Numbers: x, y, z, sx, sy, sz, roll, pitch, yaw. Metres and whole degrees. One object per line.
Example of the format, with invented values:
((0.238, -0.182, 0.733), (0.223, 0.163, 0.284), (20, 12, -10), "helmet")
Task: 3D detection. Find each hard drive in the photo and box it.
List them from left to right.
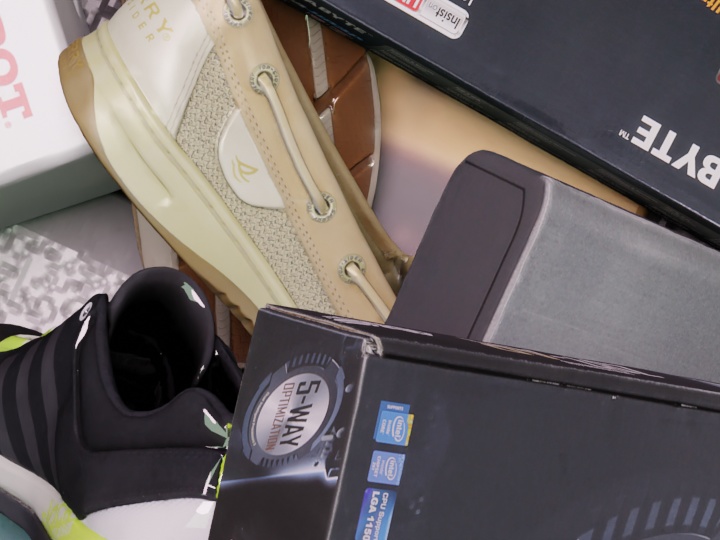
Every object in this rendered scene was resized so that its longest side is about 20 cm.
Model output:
((0.064, 0.057, 0.785), (0.033, 0.200, 0.140), (26, 94, 36), "hard drive")

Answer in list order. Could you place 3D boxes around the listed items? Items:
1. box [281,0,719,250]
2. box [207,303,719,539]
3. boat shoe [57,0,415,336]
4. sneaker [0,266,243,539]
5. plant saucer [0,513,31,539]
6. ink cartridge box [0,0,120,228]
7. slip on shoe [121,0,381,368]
((0.082, -0.110, 0.841), (0.199, 0.046, 0.160), (29, 87, -16), "box")
((0.029, 0.118, 0.685), (0.160, 0.043, 0.201), (12, 92, -39), "box")
((-0.001, -0.002, 0.821), (0.063, 0.073, 0.201), (-37, 110, 9), "boat shoe")
((-0.058, 0.037, 0.795), (0.071, 0.200, 0.083), (11, 102, -27), "sneaker")
((-0.044, 0.109, 0.785), (0.199, 0.200, 0.028), (23, 100, 3), "plant saucer")
((-0.183, -0.066, 0.855), (0.199, 0.083, 0.147), (-19, 86, -1), "ink cartridge box")
((-0.042, -0.074, 0.868), (0.076, 0.061, 0.201), (-11, 103, -27), "slip on shoe")
